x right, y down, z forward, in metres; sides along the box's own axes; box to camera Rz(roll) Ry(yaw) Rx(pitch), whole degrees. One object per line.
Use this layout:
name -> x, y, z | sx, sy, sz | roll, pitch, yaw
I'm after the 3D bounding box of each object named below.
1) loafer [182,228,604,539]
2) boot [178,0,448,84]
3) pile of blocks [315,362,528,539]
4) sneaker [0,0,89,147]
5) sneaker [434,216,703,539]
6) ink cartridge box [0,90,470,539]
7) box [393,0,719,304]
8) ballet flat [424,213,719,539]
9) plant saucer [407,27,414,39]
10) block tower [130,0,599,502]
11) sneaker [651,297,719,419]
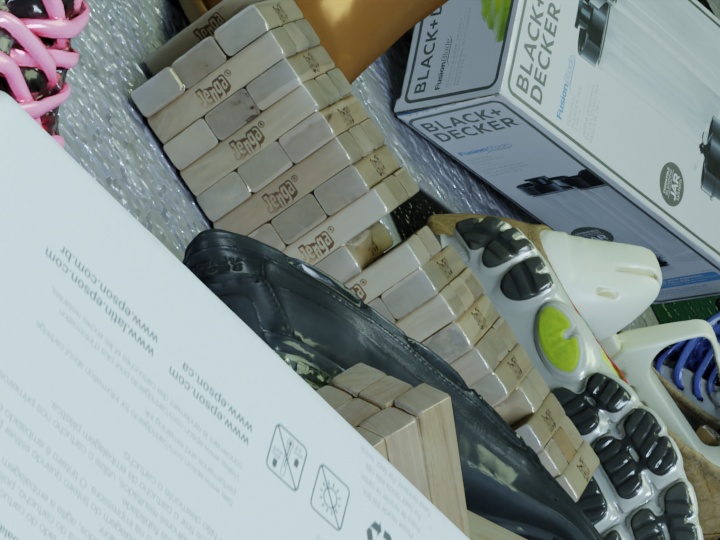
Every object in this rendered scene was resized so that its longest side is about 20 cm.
loafer -> 0.015, 0.054, 0.841 | 0.200, 0.068, 0.071 | 39, 32, -39
boot -> 0.021, -0.121, 1.037 | 0.077, 0.155, 0.200 | 57, 16, -2
pile of blocks -> 0.014, 0.103, 0.787 | 0.062, 0.082, 0.200 | 22, -24, 45
sneaker -> -0.097, -0.053, 0.667 | 0.079, 0.095, 0.201 | 34, 29, -58
sneaker -> 0.080, 0.068, 1.008 | 0.085, 0.077, 0.201 | 45, 19, -51
ink cartridge box -> -0.047, 0.098, 0.579 | 0.200, 0.040, 0.201 | 46, 39, -35
box -> 0.108, -0.078, 1.265 | 0.200, 0.060, 0.117 | 35, 59, -40
ballet flat -> 0.106, 0.034, 1.147 | 0.200, 0.072, 0.068 | 50, 20, -24
plant saucer -> 0.033, -0.161, 1.351 | 0.200, 0.048, 0.200 | 47, 18, -33
block tower -> 0.000, 0.000, 0.928 | 0.200, 0.054, 0.058 | 56, 15, -1
sneaker -> 0.175, 0.057, 1.254 | 0.115, 0.080, 0.200 | 46, -20, 20
